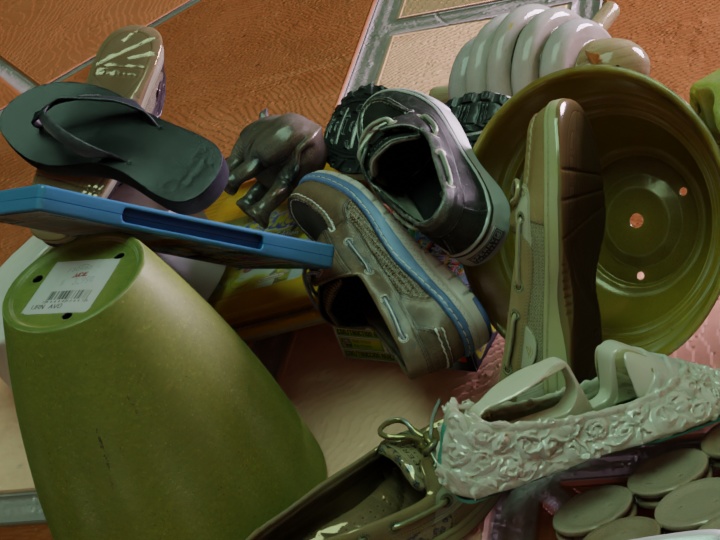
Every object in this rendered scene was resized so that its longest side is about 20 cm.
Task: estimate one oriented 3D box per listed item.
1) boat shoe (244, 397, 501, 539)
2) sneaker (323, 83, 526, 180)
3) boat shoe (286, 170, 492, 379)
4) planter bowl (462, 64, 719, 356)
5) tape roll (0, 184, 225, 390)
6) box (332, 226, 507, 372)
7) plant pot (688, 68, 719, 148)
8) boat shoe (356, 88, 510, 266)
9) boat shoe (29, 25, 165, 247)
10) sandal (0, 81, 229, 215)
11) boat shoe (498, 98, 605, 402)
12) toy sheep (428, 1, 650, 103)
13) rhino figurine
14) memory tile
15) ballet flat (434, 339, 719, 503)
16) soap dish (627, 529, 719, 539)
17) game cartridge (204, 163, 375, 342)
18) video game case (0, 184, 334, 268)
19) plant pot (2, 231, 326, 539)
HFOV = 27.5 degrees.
[{"bbox_3d":[0.015,0.140,0.886,0.200,0.063,0.073,-37,37,-22],"label":"boat shoe"},{"bbox_3d":[0.051,-0.090,1.097,0.199,0.079,0.074,10,77,40],"label":"sneaker"},{"bbox_3d":[0.000,0.000,0.994,0.072,0.072,0.200,-34,45,-17],"label":"boat shoe"},{"bbox_3d":[0.169,-0.033,0.979,0.199,0.202,0.083,7,6,35],"label":"planter bowl"},{"bbox_3d":[-0.201,0.012,1.122,0.202,0.071,0.203,-27,26,15],"label":"tape roll"},{"bbox_3d":[0.072,-0.010,1.081,0.110,0.035,0.200,3,42,31],"label":"box"},{"bbox_3d":[0.315,-0.091,0.924,0.183,0.201,0.201,-22,35,5],"label":"plant pot"},{"bbox_3d":[0.034,-0.078,0.991,0.071,0.063,0.200,-56,34,14],"label":"boat shoe"},{"bbox_3d":[-0.196,-0.098,1.153,0.071,0.065,0.201,6,62,21],"label":"boat shoe"},{"bbox_3d":[-0.184,-0.102,1.085,0.199,0.043,0.076,18,66,26],"label":"sandal"},{"bbox_3d":[0.114,-0.006,0.927,0.063,0.202,0.073,2,11,31],"label":"boat shoe"},{"bbox_3d":[0.137,-0.145,1.152,0.199,0.138,0.138,-7,35,44],"label":"toy sheep"},{"bbox_3d":[-0.074,-0.089,1.162,0.087,0.060,0.200,-45,14,-2],"label":"rhino figurine"},{"bbox_3d":[0.209,0.122,0.807,0.199,0.017,0.153,-26,14,-4],"label":"memory tile"},{"bbox_3d":[0.134,0.078,0.861,0.199,0.072,0.072,-17,32,-18],"label":"ballet flat"},{"bbox_3d":[0.100,0.198,0.693,0.199,0.158,0.082,-12,52,14],"label":"soap dish"},{"bbox_3d":[-0.073,-0.017,1.142,0.175,0.033,0.200,-15,34,28],"label":"game cartridge"},{"bbox_3d":[-0.136,-0.026,0.963,0.143,0.199,0.018,-1,79,61],"label":"video game case"},{"bbox_3d":[-0.139,0.083,0.923,0.186,0.201,0.188,-14,36,10],"label":"plant pot"}]
